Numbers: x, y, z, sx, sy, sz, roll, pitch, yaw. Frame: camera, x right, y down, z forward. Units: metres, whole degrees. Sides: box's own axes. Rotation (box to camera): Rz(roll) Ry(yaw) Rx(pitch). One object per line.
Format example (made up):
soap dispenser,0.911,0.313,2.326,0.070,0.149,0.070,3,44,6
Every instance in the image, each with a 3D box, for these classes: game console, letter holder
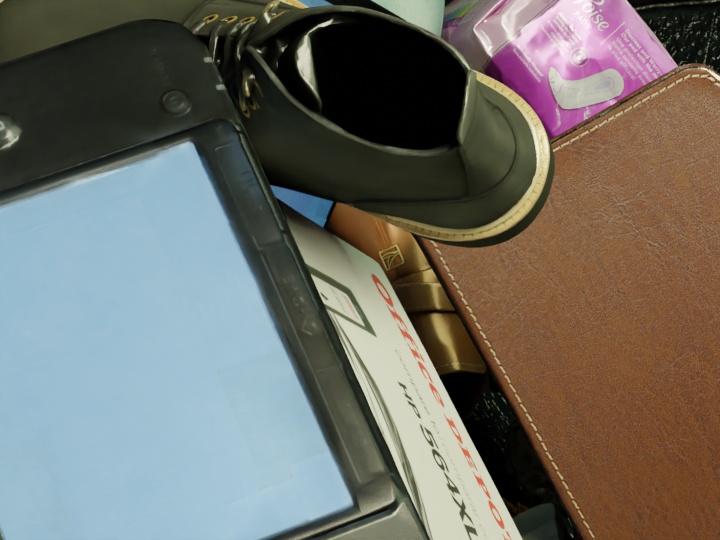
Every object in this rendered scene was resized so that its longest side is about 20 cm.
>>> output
game console,-0.087,0.018,0.585,0.117,0.175,0.201,96,-28,-63
letter holder,0.130,0.032,0.987,0.201,0.142,0.101,61,6,1

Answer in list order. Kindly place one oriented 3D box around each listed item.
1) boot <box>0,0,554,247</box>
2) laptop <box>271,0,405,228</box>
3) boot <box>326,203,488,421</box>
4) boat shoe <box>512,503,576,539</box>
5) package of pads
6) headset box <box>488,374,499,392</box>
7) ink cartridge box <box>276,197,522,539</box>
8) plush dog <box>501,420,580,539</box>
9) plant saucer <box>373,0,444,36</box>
boot,-0.042,-0.066,0.768,0.138,0.199,0.078,34,67,-77
laptop,0.000,0.000,0.959,0.201,0.103,0.177,61,14,12
boot,0.026,-0.001,1.162,0.156,0.073,0.200,71,14,15
boat shoe,0.068,0.145,0.972,0.063,0.071,0.200,60,9,-2
package of pads,0.092,-0.086,1.204,0.121,0.076,0.200,50,-7,-8
headset box,0.160,0.015,1.154,0.149,0.199,0.078,169,-81,-66
ink cartridge box,-0.035,0.050,0.756,0.147,0.084,0.200,63,15,23
plush dog,0.152,0.136,1.130,0.172,0.199,0.162,-9,94,-68
plant saucer,-0.005,-0.180,1.141,0.202,0.039,0.201,57,10,-16
